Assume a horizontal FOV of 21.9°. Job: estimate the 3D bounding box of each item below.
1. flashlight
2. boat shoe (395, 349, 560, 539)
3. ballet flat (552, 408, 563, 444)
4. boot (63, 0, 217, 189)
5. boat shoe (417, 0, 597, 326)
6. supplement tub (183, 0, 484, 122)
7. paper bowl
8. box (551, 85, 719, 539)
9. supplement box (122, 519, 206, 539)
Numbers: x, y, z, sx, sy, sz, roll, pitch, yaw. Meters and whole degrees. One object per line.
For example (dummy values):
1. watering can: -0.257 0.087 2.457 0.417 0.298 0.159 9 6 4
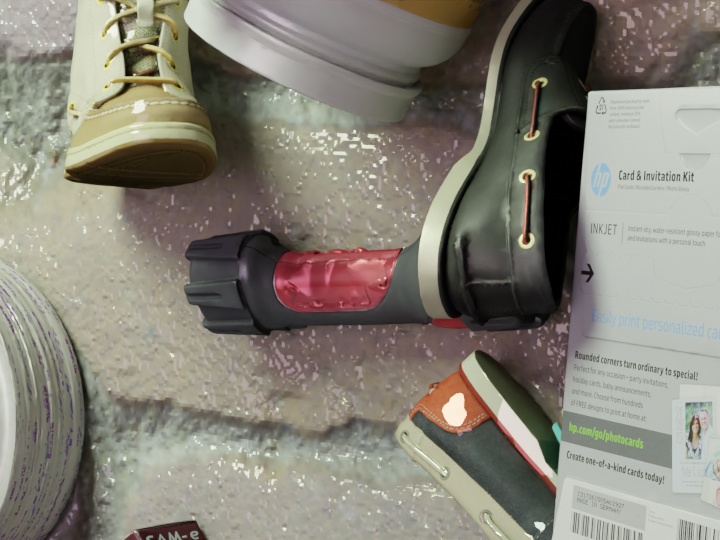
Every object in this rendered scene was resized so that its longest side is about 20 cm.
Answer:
1. flashlight: 0.000 0.000 0.949 0.199 0.068 0.068 -1 90 32
2. boat shoe: 0.090 0.130 0.887 0.063 0.071 0.200 -43 63 12
3. ballet flat: 0.154 0.121 0.833 0.072 0.072 0.201 -51 39 21
4. boot: -0.116 -0.123 0.976 0.200 0.072 0.156 -179 94 -74
5. boat shoe: 0.083 -0.055 0.852 0.063 0.202 0.074 2 135 22
6. supplement tub: 0.009 -0.189 0.900 0.144 0.144 0.201 34 107 28
7. paper bowl: -0.269 0.087 1.099 0.200 0.104 0.202 -1 88 33
8. box: 0.142 0.028 0.744 0.156 0.041 0.201 6 94 61
9. supplement box: -0.095 0.250 1.012 0.109 0.061 0.201 -39 71 25
